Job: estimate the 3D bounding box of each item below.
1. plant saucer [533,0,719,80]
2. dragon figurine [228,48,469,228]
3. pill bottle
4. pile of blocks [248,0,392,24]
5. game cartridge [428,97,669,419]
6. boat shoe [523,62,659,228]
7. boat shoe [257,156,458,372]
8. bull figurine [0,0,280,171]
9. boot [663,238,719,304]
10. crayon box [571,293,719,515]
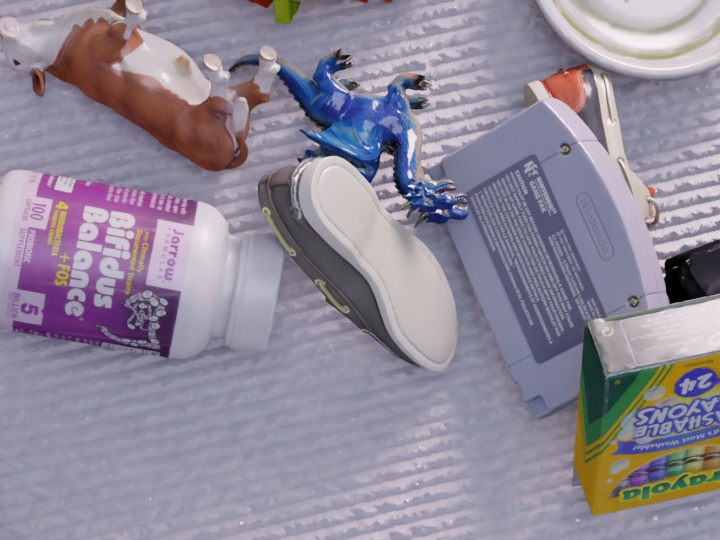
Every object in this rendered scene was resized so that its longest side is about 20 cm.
[{"bbox_3d":[0.212,-0.234,1.647,0.200,0.050,0.200,1,82,-6],"label":"plant saucer"},{"bbox_3d":[-0.011,-0.096,1.584,0.200,0.059,0.100,18,68,4],"label":"dragon figurine"},{"bbox_3d":[-0.157,0.000,1.551,0.200,0.112,0.112,9,83,-5],"label":"pill bottle"},{"bbox_3d":[-0.010,-0.209,1.611,0.200,0.062,0.082,-8,42,-4],"label":"pile of blocks"},{"bbox_3d":[0.138,-0.012,1.575,0.133,0.042,0.200,-28,77,27],"label":"game cartridge"},{"bbox_3d":[0.182,-0.055,1.617,0.063,0.071,0.200,-20,82,-11],"label":"boat shoe"},{"bbox_3d":[0.001,-0.002,1.565,0.202,0.060,0.072,52,49,-35],"label":"boat shoe"},{"bbox_3d":[-0.156,-0.146,1.577,0.200,0.121,0.065,30,48,-9],"label":"bull figurine"},{"bbox_3d":[0.315,0.003,1.564,0.168,0.200,0.076,-27,109,-10],"label":"boot"},{"bbox_3d":[0.215,0.101,1.537,0.126,0.200,0.052,-12,53,-7],"label":"crayon box"}]
